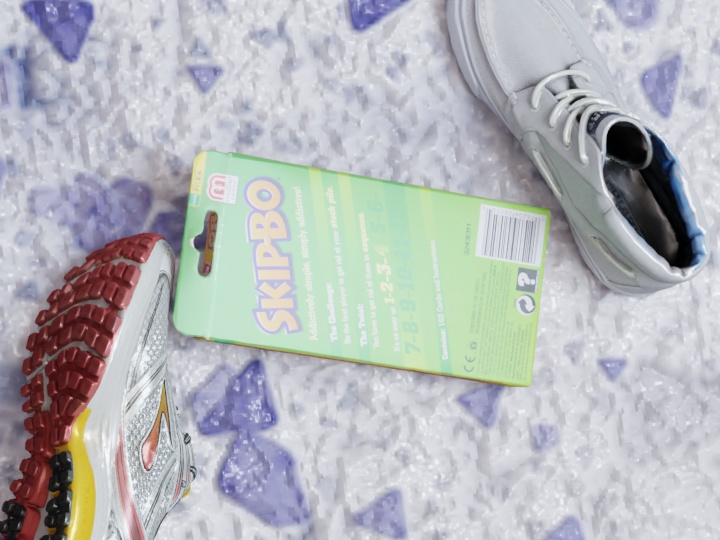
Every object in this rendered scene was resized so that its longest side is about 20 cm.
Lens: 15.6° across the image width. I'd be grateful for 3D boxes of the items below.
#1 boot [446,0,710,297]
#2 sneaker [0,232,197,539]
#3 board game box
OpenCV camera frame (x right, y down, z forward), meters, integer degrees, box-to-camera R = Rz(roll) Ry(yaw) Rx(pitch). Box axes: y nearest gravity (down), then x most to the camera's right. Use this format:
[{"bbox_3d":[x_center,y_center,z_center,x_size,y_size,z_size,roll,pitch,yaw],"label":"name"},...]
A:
[{"bbox_3d":[0.119,-0.080,1.362,0.074,0.096,0.200,-33,94,-13],"label":"boot"},{"bbox_3d":[-0.124,0.079,1.318,0.082,0.078,0.200,19,77,-38],"label":"sneaker"},{"bbox_3d":[0.000,0.000,1.351,0.200,0.030,0.096,10,84,-24],"label":"board game box"}]
